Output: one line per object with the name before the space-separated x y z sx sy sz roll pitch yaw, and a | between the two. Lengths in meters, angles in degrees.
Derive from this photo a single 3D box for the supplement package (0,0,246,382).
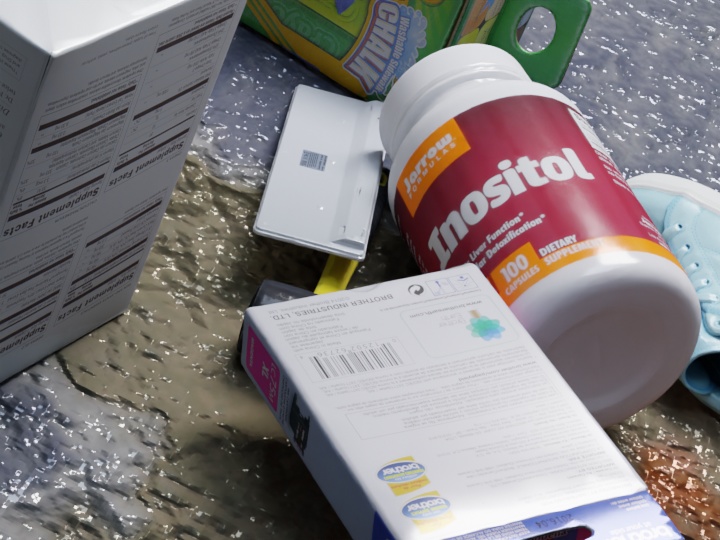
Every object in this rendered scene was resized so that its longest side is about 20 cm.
supplement package | -0.172 -0.073 1.110 0.152 0.200 0.151 36 35 17

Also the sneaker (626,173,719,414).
sneaker | 0.183 0.022 1.306 0.082 0.074 0.200 -11 46 -44

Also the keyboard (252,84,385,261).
keyboard | -0.017 -0.054 1.318 0.056 0.011 0.200 10 25 1

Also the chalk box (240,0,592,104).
chalk box | 0.033 -0.172 1.436 0.200 0.125 0.124 33 35 16

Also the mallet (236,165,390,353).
mallet | 0.000 0.000 1.264 0.066 0.041 0.200 26 30 6

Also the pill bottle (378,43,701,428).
pill bottle | 0.081 -0.021 1.270 0.113 0.113 0.200 3 39 -28

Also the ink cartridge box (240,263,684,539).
ink cartridge box | 0.040 0.076 1.100 0.119 0.042 0.200 -11 38 -23
